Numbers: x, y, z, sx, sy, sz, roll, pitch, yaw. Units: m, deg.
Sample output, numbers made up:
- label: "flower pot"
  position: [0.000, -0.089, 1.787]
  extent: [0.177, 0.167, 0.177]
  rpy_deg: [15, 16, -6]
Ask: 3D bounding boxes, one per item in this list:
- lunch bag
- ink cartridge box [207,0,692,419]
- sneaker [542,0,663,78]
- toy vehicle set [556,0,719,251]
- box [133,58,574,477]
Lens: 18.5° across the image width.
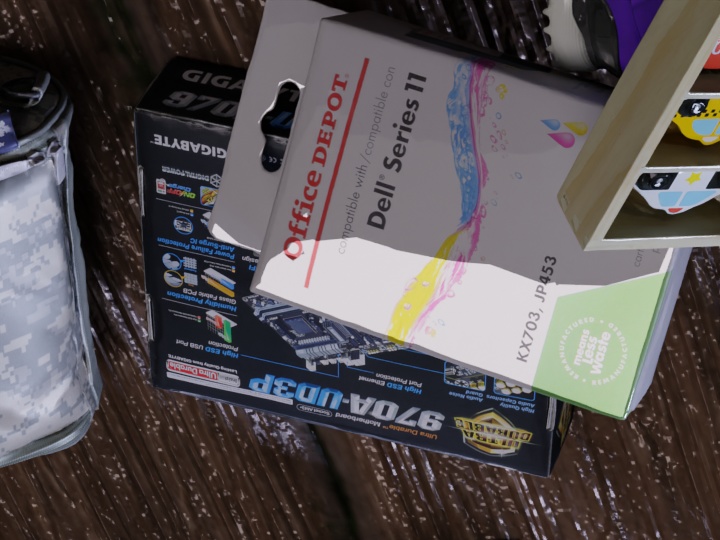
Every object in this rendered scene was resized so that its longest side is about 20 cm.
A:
- label: "lunch bag"
  position: [-0.207, -0.005, 1.018]
  extent: [0.166, 0.140, 0.201]
  rpy_deg: [0, 129, 3]
- label: "ink cartridge box"
  position: [0.032, -0.031, 0.876]
  extent: [0.199, 0.067, 0.118]
  rpy_deg: [18, 103, 13]
- label: "sneaker"
  position: [0.119, -0.147, 0.791]
  extent: [0.099, 0.070, 0.201]
  rpy_deg: [20, 142, 26]
- label: "toy vehicle set"
  position: [0.180, -0.062, 0.786]
  extent: [0.199, 0.027, 0.125]
  rpy_deg: [-3, 138, -28]
- label: "box"
  position: [0.000, 0.000, 0.984]
  extent: [0.198, 0.046, 0.160]
  rpy_deg: [12, 129, 14]
